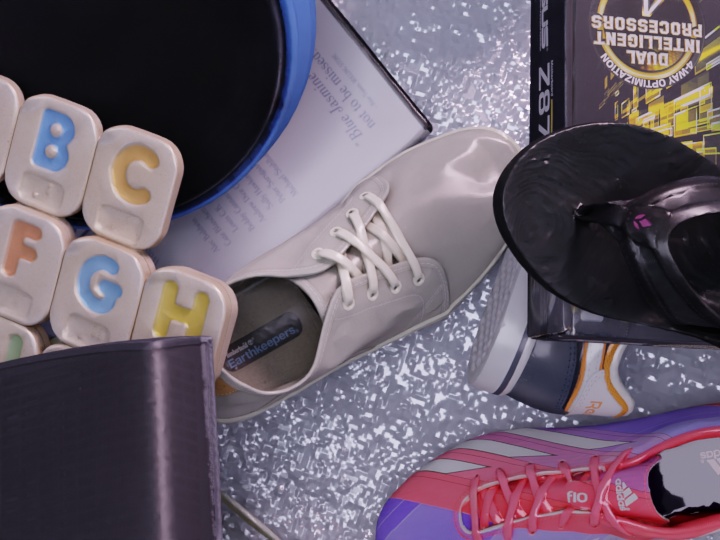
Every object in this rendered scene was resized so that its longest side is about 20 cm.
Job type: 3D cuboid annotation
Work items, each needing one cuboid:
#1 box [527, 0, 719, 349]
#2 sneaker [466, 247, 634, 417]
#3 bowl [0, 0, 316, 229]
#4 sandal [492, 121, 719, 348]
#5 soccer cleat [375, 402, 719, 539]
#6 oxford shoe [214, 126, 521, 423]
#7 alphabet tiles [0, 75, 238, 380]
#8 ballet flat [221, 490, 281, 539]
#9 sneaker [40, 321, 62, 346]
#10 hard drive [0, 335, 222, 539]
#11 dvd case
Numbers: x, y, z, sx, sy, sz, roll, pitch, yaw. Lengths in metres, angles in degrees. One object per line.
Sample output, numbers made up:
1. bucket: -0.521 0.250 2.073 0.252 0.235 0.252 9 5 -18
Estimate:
1. box: 0.168 -0.047 0.735 0.198 0.049 0.163 4 85 -16
2. sneaker: 0.115 -0.031 0.783 0.079 0.078 0.202 20 84 -4
3. bowl: -0.119 -0.107 0.772 0.198 0.040 0.202 1 122 1
4. sandal: 0.146 -0.001 0.674 0.199 0.048 0.076 25 80 -14
5. soccer cleat: 0.099 0.100 0.780 0.198 0.076 0.067 -12 86 9
6. oxford shoe: 0.000 0.000 0.789 0.199 0.058 0.075 -34 81 -15
7. alphabet tiles: -0.153 0.020 0.765 0.198 0.015 0.197 21 104 15
8. ballet flat: -0.046 0.166 0.814 0.069 0.069 0.201 -37 81 6
9. sneaker: -0.182 0.065 0.829 0.199 0.067 0.090 -29 85 14
10. hard drive: -0.151 0.102 0.718 0.198 0.042 0.136 -16 63 22
11. dvd case: -0.084 -0.059 0.847 0.200 0.018 0.143 -40 83 7
